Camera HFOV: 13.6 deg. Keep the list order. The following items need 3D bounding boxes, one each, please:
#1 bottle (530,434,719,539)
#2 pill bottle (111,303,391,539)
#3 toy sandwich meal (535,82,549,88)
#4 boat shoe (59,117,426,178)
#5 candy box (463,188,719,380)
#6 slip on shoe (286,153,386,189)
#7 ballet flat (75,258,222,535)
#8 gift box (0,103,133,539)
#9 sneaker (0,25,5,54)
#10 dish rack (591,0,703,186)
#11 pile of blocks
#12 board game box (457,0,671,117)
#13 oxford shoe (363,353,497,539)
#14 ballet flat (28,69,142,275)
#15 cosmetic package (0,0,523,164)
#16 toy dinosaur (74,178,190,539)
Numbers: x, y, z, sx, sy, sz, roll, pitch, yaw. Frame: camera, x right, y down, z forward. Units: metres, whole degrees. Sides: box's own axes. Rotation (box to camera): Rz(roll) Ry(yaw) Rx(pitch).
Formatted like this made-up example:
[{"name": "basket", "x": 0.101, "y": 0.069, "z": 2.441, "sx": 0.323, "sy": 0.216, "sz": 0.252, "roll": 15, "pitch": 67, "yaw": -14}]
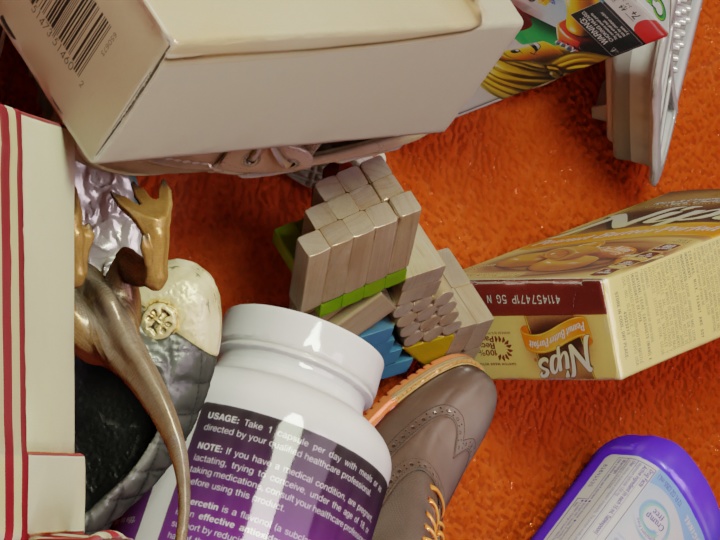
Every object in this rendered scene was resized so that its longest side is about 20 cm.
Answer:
[{"name": "bottle", "x": 0.109, "y": 0.173, "z": 1.526, "sx": 0.200, "sy": 0.065, "sz": 0.084, "roll": -49, "pitch": 122, "yaw": -35}, {"name": "pill bottle", "x": -0.054, "y": 0.122, "z": 1.329, "sx": 0.112, "sy": 0.112, "sz": 0.201, "roll": 34, "pitch": 66, "yaw": -39}, {"name": "toy sandwich meal", "x": 0.083, "y": -0.183, "z": 1.506, "sx": 0.204, "sy": 0.070, "sz": 0.207, "roll": 2, "pitch": 88, "yaw": -45}, {"name": "boat shoe", "x": -0.042, "y": -0.073, "z": 1.282, "sx": 0.199, "sy": 0.065, "sz": 0.073, "roll": -5, "pitch": 106, "yaw": -49}, {"name": "candy box", "x": 0.146, "y": 0.005, "z": 1.533, "sx": 0.199, "sy": 0.115, "sz": 0.056, "roll": -21, "pitch": 104, "yaw": -44}, {"name": "slip on shoe", "x": -0.049, "y": -0.109, "z": 1.373, "sx": 0.200, "sy": 0.074, "sz": 0.062, "roll": 43, "pitch": 54, "yaw": -42}, {"name": "ballet flat", "x": -0.122, "y": 0.081, "z": 1.252, "sx": 0.200, "sy": 0.066, "sz": 0.057, "roll": -54, "pitch": 171, "yaw": -4}, {"name": "gift box", "x": -0.191, "y": 0.034, "z": 1.119, "sx": 0.200, "sy": 0.183, "sz": 0.188, "roll": 14, "pitch": 75, "yaw": -69}, {"name": "sneaker", "x": -0.162, "y": -0.172, "z": 1.216, "sx": 0.075, "sy": 0.116, "sz": 0.202, "roll": 4, "pitch": 85, "yaw": -2}, {"name": "dish rack", "x": 0.156, "y": -0.160, "z": 1.557, "sx": 0.172, "sy": 0.043, "sz": 0.201, "roll": 73, "pitch": 31, "yaw": -70}, {"name": "pile of blocks", "x": 0.000, "y": 0.000, "z": 1.416, "sx": 0.082, "sy": 0.062, "sz": 0.200, "roll": -34, "pitch": 153, "yaw": 2}, {"name": "board game box", "x": 0.033, "y": -0.151, "z": 1.344, "sx": 0.200, "sy": 0.126, "sz": 0.035, "roll": 40, "pitch": 44, "yaw": -38}, {"name": "oxford shoe", "x": 0.020, "y": 0.125, "z": 1.422, "sx": 0.200, "sy": 0.073, "sz": 0.071, "roll": -56, "pitch": 136, "yaw": -26}, {"name": "ballet flat", "x": -0.129, "y": -0.051, "z": 1.303, "sx": 0.072, "sy": 0.071, "sz": 0.201, "roll": -10, "pitch": 95, "yaw": -45}, {"name": "cosmetic package", "x": -0.042, "y": -0.108, "z": 1.211, "sx": 0.199, "sy": 0.073, "sz": 0.104, "roll": -10, "pitch": 57, "yaw": -46}, {"name": "toy dinosaur", "x": -0.103, "y": 0.020, "z": 1.221, "sx": 0.060, "sy": 0.200, "sz": 0.107, "roll": -19, "pitch": 138, "yaw": -33}]
